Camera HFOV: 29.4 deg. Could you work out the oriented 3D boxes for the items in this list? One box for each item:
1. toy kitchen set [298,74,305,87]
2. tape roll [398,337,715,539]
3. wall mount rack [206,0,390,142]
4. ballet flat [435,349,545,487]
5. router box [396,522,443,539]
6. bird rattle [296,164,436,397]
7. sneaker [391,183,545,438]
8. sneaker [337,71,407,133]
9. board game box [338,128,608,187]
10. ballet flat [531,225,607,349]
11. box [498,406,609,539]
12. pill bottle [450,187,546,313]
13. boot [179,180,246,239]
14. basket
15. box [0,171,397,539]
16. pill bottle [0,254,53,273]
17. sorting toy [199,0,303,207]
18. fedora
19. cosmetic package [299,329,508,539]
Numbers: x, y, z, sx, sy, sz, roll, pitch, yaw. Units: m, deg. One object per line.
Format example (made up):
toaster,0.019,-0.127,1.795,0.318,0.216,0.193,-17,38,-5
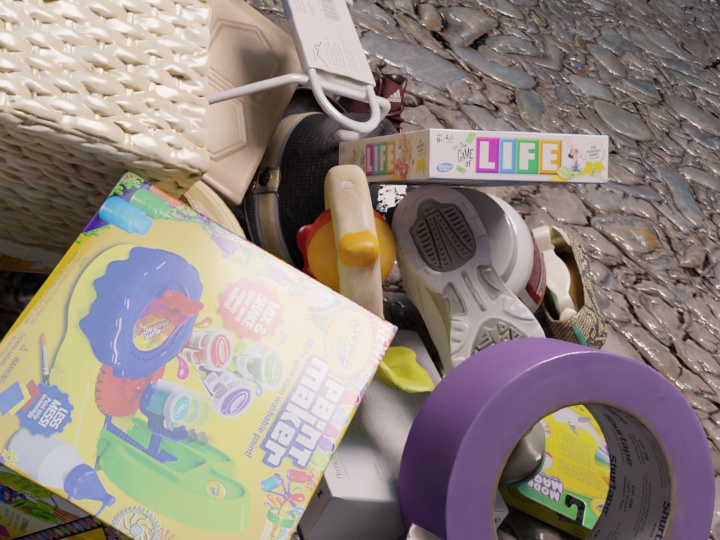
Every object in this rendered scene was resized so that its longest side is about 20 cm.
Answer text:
toy kitchen set,-0.156,-0.102,1.198,0.200,0.163,0.181,4,67,-42
tape roll,0.132,0.148,0.927,0.199,0.201,0.085,19,-2,-21
wall mount rack,-0.068,-0.175,1.077,0.173,0.075,0.200,10,50,-38
ballet flat,0.093,0.102,1.090,0.064,0.067,0.200,56,6,-21
router box,0.054,0.263,0.780,0.149,0.051,0.200,30,46,-2
bird rattle,0.000,0.000,0.980,0.112,0.163,0.200,2,40,1
sneaker,0.079,0.031,1.024,0.099,0.078,0.201,180,-110,-81
sneaker,0.020,-0.135,1.378,0.075,0.116,0.200,8,35,-35
board game box,0.077,-0.081,1.017,0.134,0.034,0.200,0,3,-19
ballet flat,0.195,0.001,1.365,0.075,0.068,0.200,58,13,-37
box,0.166,0.150,1.133,0.117,0.048,0.200,27,26,-8
pill bottle,0.097,-0.007,1.175,0.109,0.110,0.200,39,1,16
boot,-0.150,0.024,0.972,0.155,0.073,0.201,-4,68,-43
basket,-0.209,-0.129,0.878,0.200,0.161,0.199,17,59,-36
box,-0.115,0.086,0.812,0.192,0.122,0.200,30,55,-2
pill bottle,-0.291,-0.058,0.962,0.200,0.111,0.111,5,37,-39
sorting toy,-0.144,-0.164,1.094,0.185,0.036,0.200,35,48,-18
fedora,-0.012,-0.064,1.158,0.200,0.091,0.201,16,70,-51
cosmetic package,0.004,0.116,1.026,0.150,0.052,0.200,13,32,-31
